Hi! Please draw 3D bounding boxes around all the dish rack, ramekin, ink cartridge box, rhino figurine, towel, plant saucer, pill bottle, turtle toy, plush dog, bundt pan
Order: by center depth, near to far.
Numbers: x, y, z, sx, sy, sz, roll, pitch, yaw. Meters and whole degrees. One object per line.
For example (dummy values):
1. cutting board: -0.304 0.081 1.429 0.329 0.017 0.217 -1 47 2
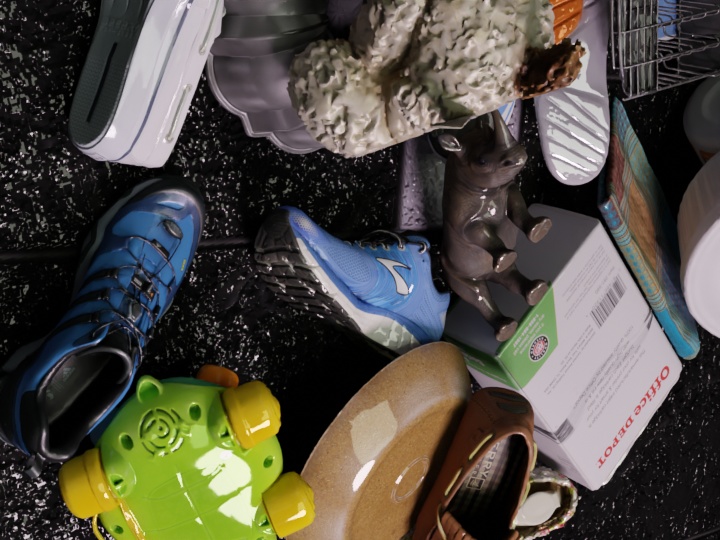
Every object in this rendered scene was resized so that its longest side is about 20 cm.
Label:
1. plush dog: 0.050 -0.180 0.638 0.198 0.160 0.174 -25 101 -28
2. turtle toy: -0.109 0.148 0.722 0.144 0.101 0.202 -22 119 -6
3. bundt pan: -0.011 -0.175 0.729 0.199 0.075 0.206 -11 109 -34
4. rhino figurine: 0.091 -0.041 0.775 0.059 0.088 0.202 -30 144 -18
5. plant saucer: 0.027 0.149 0.816 0.199 0.035 0.202 -36 145 -30
6. dish rack: 0.253 -0.223 0.891 0.198 0.054 0.156 -21 113 -42
7. ink cartridge box: 0.176 0.068 0.926 0.146 0.084 0.201 -49 126 -15
8. ramekin: 0.372 -0.036 0.944 0.198 0.095 0.205 -1 132 -1
9. towel: 0.257 -0.036 0.953 0.201 0.021 0.148 53 35 -33
10. pill bottle: 0.395 -0.096 1.030 0.113 0.112 0.200 -52 127 -14

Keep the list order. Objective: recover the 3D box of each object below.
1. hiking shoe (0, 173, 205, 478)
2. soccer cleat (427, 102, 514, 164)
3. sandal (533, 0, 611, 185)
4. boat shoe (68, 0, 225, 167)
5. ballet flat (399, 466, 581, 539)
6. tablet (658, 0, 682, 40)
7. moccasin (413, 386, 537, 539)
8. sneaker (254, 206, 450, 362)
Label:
1. hiking shoe: -0.150 0.033 0.671 0.074 0.086 0.202 38 78 -37
2. soccer cleat: 0.098 -0.176 0.817 0.086 0.069 0.203 -5 115 -77
3. sandal: 0.156 -0.173 0.863 0.078 0.059 0.211 -1 91 -16
4. boat shoe: -0.119 -0.162 0.665 0.066 0.073 0.203 15 102 -52
5. ballet flat: 0.102 0.212 0.910 0.197 0.064 0.077 -19 88 -26
6. tablet: 0.305 -0.282 0.976 0.198 0.014 0.132 -18 112 -33
7. moccasin: 0.089 0.190 0.816 0.072 0.078 0.204 16 114 -11
8. sneaker: 0.000 0.000 0.791 0.199 0.078 0.090 37 72 -45
